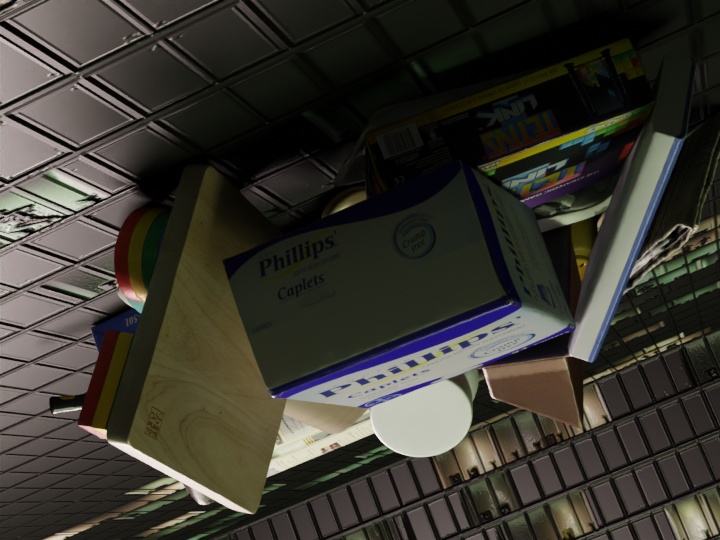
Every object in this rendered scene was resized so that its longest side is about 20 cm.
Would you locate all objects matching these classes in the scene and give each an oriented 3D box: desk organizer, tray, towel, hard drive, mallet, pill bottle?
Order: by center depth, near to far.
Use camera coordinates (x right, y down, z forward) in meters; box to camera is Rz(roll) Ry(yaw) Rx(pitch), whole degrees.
[{"bbox_3d":[0.078,-0.114,1.096,0.199,0.022,0.107,-17,167,-20],"label":"tray"},{"bbox_3d":[0.202,-0.047,1.103,0.132,0.025,0.200,-65,172,-54],"label":"hard drive"},{"bbox_3d":[0.146,0.044,1.221,0.071,0.077,0.200,-9,-149,14],"label":"desk organizer"},{"bbox_3d":[-0.178,0.113,1.335,0.199,0.041,0.066,-9,-160,-23],"label":"mallet"},{"bbox_3d":[0.276,-0.045,1.397,0.193,0.035,0.200,-45,-170,46],"label":"towel"},{"bbox_3d":[0.057,0.084,1.439,0.114,0.114,0.200,-25,-153,14],"label":"pill bottle"}]

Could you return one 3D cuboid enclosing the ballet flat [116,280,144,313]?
[{"bbox_3d":[-0.151,0.021,1.159,0.070,0.068,0.200,4,158,24],"label":"ballet flat"}]

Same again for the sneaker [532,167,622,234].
[{"bbox_3d":[0.154,-0.081,1.240,0.200,0.076,0.088,-29,148,-13],"label":"sneaker"}]

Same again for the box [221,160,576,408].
[{"bbox_3d":[0.034,0.019,1.047,0.183,0.105,0.200,-23,165,17],"label":"box"}]

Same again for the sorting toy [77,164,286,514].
[{"bbox_3d":[-0.120,0.052,1.065,0.069,0.199,0.200,6,161,25],"label":"sorting toy"}]

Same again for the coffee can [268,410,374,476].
[{"bbox_3d":[-0.075,0.131,1.552,0.199,0.147,0.146,-23,167,8],"label":"coffee can"}]

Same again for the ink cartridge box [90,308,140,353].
[{"bbox_3d":[-0.156,0.061,1.374,0.094,0.044,0.200,-24,167,18],"label":"ink cartridge box"}]

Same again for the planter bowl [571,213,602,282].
[{"bbox_3d":[0.159,-0.018,1.386,0.200,0.084,0.201,-21,155,-10],"label":"planter bowl"}]

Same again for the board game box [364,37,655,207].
[{"bbox_3d":[0.103,-0.084,1.085,0.199,0.057,0.165,-21,165,-4],"label":"board game box"}]

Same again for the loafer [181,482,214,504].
[{"bbox_3d":[-0.137,0.154,1.384,0.073,0.072,0.200,7,-160,8],"label":"loafer"}]

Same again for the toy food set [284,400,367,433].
[{"bbox_3d":[-0.017,0.050,1.274,0.200,0.060,0.143,-46,139,13],"label":"toy food set"}]

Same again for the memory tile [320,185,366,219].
[{"bbox_3d":[0.000,0.000,1.282,0.153,0.017,0.200,-9,139,-41],"label":"memory tile"}]
